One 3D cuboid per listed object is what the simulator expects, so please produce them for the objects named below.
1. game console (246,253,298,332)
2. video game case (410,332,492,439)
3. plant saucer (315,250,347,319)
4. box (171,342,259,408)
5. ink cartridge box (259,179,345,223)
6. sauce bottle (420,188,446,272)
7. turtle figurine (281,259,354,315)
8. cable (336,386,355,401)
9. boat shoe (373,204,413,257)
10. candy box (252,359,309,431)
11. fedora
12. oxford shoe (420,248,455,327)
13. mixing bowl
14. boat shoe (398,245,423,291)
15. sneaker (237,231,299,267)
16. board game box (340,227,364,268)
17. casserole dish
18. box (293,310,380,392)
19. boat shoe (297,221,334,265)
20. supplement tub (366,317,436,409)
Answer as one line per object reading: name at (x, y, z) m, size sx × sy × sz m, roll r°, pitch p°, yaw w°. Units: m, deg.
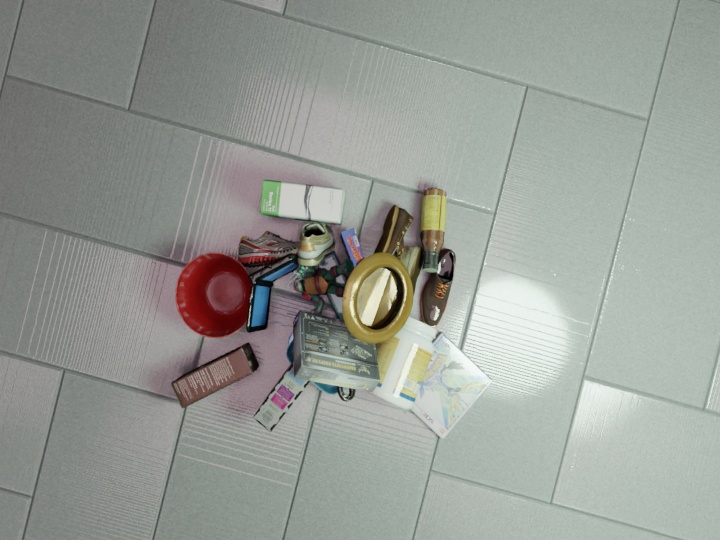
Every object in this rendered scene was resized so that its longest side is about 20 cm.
game console at (-0.198, 0.054, 1.446) m, size 0.173 × 0.200 × 0.118 m, roll -27°, pitch 86°, yaw 1°
video game case at (0.209, 0.295, 1.545) m, size 0.182 × 0.022 × 0.201 m, roll 42°, pitch 90°, yaw -1°
plant saucer at (-0.054, 0.055, 1.543) m, size 0.069 × 0.019 × 0.204 m, roll -26°, pitch 90°, yaw 0°
box at (-0.359, 0.259, 1.501) m, size 0.196 × 0.100 × 0.076 m, roll -25°, pitch 91°, yaw -1°
ink cartridge box at (-0.136, -0.164, 1.475) m, size 0.195 × 0.147 × 0.085 m, roll 7°, pitch 92°, yaw 0°
sauce bottle at (0.179, -0.099, 1.502) m, size 0.064 × 0.066 × 0.205 m, roll 7°, pitch 78°, yaw -1°
turtle figurine at (-0.103, 0.036, 1.437) m, size 0.196 × 0.101 × 0.152 m, roll -11°, pitch 120°, yaw 24°
cable at (-0.037, 0.211, 1.475) m, size 0.096 × 0.050 × 0.204 m, roll 23°, pitch 57°, yaw -29°
boat shoe at (0.082, -0.069, 1.485) m, size 0.069 × 0.070 × 0.203 m, roll 31°, pitch 62°, yaw -16°
candy box at (-0.165, 0.273, 1.451) m, size 0.061 × 0.137 × 0.201 m, roll 36°, pitch 115°, yaw 0°
fedora at (0.027, 0.059, 1.361) m, size 0.196 × 0.081 × 0.206 m, roll -3°, pitch 96°, yaw -30°
oxford shoe at (0.195, 0.044, 1.516) m, size 0.069 × 0.073 × 0.205 m, roll 11°, pitch 91°, yaw -1°
mixing bowl at (-0.347, 0.059, 1.493) m, size 0.195 × 0.108 × 0.206 m, roll 0°, pitch 91°, yaw 2°
boat shoe at (0.101, 0.021, 1.484) m, size 0.063 × 0.073 × 0.203 m, roll 6°, pitch 54°, yaw 22°
sneaker at (-0.212, -0.062, 1.511) m, size 0.195 × 0.078 × 0.084 m, roll -7°, pitch 81°, yaw -5°
board game box at (0.000, 0.000, 1.483) m, size 0.034 × 0.135 × 0.204 m, roll -20°, pitch 92°, yaw -3°
casserole dish at (-0.098, 0.223, 1.534) m, size 0.199 × 0.039 × 0.122 m, roll 39°, pitch 90°, yaw 0°
box at (-0.057, 0.186, 1.395) m, size 0.196 × 0.161 × 0.049 m, roll 14°, pitch 133°, yaw -22°
boat shoe at (-0.102, -0.079, 1.434) m, size 0.073 × 0.201 × 0.070 m, roll 4°, pitch 113°, yaw 5°
supplement tub at (0.096, 0.219, 1.476) m, size 0.142 × 0.145 × 0.204 m, roll 23°, pitch 83°, yaw -1°
